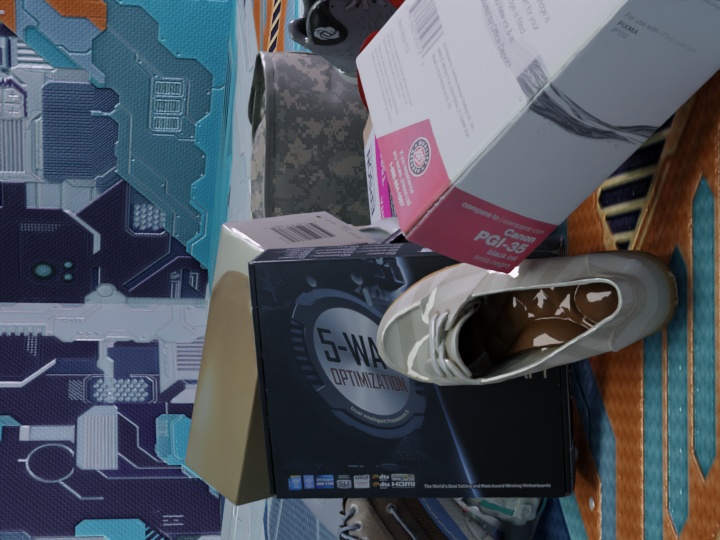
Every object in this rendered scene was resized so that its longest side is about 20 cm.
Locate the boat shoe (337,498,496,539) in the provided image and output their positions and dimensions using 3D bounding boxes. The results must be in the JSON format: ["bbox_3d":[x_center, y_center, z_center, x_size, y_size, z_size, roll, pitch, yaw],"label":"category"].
[{"bbox_3d":[0.022,0.170,0.978,0.072,0.200,0.072,-46,-7,-16],"label":"boat shoe"}]

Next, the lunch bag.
[{"bbox_3d":[-0.023,-0.113,1.358,0.118,0.163,0.201,-166,78,-77],"label":"lunch bag"}]

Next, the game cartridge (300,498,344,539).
[{"bbox_3d":[-0.016,0.131,1.116,0.200,0.041,0.134,47,125,37],"label":"game cartridge"}]

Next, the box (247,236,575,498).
[{"bbox_3d":[0.035,0.064,0.905,0.044,0.199,0.161,-50,-43,-73],"label":"box"}]

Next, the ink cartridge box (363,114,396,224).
[{"bbox_3d":[0.057,-0.077,1.176,0.165,0.075,0.201,112,155,-59],"label":"ink cartridge box"}]

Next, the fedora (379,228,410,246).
[{"bbox_3d":[0.058,0.042,0.984,0.092,0.200,0.201,52,150,26],"label":"fedora"}]

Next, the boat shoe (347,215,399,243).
[{"bbox_3d":[0.000,0.000,1.104,0.200,0.068,0.075,155,107,-71],"label":"boat shoe"}]

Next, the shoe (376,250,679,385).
[{"bbox_3d":[0.081,0.026,0.805,0.199,0.053,0.070,-15,92,39],"label":"shoe"}]

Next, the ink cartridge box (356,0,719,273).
[{"bbox_3d":[0.096,-0.119,0.749,0.200,0.082,0.147,-46,40,34],"label":"ink cartridge box"}]

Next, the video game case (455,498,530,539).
[{"bbox_3d":[0.053,0.248,1.100,0.182,0.023,0.201,25,117,47],"label":"video game case"}]

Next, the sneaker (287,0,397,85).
[{"bbox_3d":[0.023,-0.218,1.070,0.200,0.115,0.075,-35,51,33],"label":"sneaker"}]

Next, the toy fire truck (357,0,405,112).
[{"bbox_3d":[0.091,-0.151,0.959,0.168,0.112,0.201,44,133,46],"label":"toy fire truck"}]

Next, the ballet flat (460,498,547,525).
[{"bbox_3d":[0.085,0.105,1.040,0.200,0.071,0.072,-104,19,-56],"label":"ballet flat"}]

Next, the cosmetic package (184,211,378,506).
[{"bbox_3d":[-0.059,0.064,1.050,0.071,0.105,0.201,31,120,41],"label":"cosmetic package"}]
